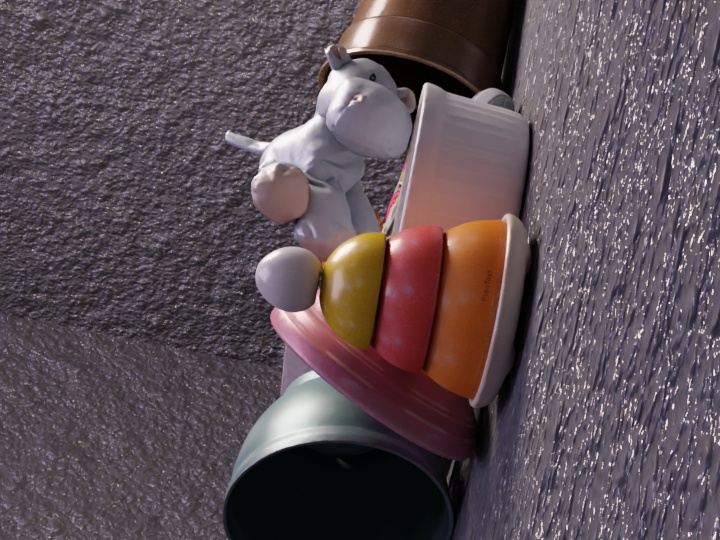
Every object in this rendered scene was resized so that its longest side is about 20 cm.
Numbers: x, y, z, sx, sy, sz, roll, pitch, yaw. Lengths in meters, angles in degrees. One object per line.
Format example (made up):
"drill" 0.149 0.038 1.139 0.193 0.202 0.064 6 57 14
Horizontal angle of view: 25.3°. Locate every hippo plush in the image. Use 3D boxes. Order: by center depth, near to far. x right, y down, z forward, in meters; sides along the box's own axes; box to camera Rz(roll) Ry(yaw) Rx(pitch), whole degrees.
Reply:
"hippo plush" -0.007 -0.105 1.484 0.161 0.159 0.200 -48 23 11

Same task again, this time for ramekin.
"ramekin" 0.082 -0.054 1.391 0.200 0.097 0.203 -169 90 -89

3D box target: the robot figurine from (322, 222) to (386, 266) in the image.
"robot figurine" 0.039 0.013 1.754 0.200 0.175 0.116 -42 -12 -53

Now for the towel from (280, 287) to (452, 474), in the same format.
"towel" 0.008 0.130 1.526 0.032 0.199 0.192 -36 -33 -40

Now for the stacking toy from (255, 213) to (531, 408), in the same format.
"stacking toy" 0.020 0.014 1.201 0.146 0.198 0.148 -169 90 -89

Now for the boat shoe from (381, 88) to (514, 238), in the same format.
"boat shoe" 0.075 -0.088 1.525 0.062 0.072 0.201 38 102 42

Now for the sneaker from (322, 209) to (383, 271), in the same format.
"sneaker" 0.000 0.000 1.623 0.200 0.072 0.078 -106 36 -61

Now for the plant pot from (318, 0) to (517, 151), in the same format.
"plant pot" 0.078 -0.257 1.712 0.201 0.198 0.200 103 -175 -67

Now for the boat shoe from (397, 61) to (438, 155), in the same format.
"boat shoe" 0.076 -0.149 1.811 0.072 0.059 0.202 139 114 -81

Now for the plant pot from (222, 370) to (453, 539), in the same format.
"plant pot" -0.018 0.171 1.422 0.135 0.198 0.201 -88 7 -49

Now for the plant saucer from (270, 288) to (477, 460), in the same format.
"plant saucer" 0.020 0.076 1.310 0.051 0.200 0.201 -55 4 7

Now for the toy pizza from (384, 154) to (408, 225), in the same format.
"toy pizza" 0.073 -0.072 1.615 0.200 0.032 0.202 -40 40 44
